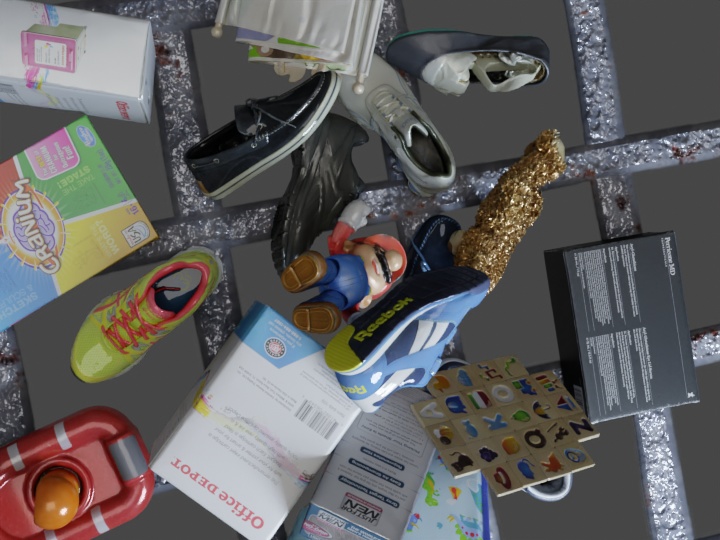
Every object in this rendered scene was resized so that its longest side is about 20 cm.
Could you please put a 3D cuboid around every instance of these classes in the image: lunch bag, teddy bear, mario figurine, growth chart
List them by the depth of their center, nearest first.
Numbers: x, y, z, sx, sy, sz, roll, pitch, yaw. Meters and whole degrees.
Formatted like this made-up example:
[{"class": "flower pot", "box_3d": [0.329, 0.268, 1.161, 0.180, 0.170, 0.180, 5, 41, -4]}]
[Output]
[{"class": "mario figurine", "box_3d": [0.000, 0.000, 1.046, 0.105, 0.200, 0.125, 23, 110, 17]}, {"class": "growth chart", "box_3d": [-0.070, -0.282, 1.086, 0.198, 0.018, 0.146, 21, 90, 9]}, {"class": "teddy bear", "box_3d": [0.158, -0.071, 1.087, 0.066, 0.145, 0.201, 32, 100, -7]}, {"class": "lunch bag", "box_3d": [0.052, 0.286, 1.092, 0.168, 0.128, 0.202, 12, 63, -10]}]

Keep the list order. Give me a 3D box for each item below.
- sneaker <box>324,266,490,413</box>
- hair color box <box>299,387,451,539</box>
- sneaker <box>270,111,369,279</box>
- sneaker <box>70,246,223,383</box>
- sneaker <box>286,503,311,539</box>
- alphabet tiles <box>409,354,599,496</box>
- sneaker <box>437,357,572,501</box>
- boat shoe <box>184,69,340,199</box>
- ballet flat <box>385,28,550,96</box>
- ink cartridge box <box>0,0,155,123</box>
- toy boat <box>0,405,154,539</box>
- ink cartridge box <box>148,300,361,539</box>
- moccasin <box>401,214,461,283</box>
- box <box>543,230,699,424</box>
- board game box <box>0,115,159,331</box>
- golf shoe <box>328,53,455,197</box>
[{"class": "sneaker", "box_3d": [0.053, 0.065, 0.992, 0.199, 0.074, 0.083, -33, 120, -22]}, {"class": "hair color box", "box_3d": [0.019, 0.206, 1.033, 0.099, 0.201, 0.061, 24, 131, 5]}, {"class": "sneaker", "box_3d": [-0.044, -0.081, 1.096, 0.090, 0.076, 0.202, 16, 90, -16]}, {"class": "sneaker", "box_3d": [-0.234, 0.045, 1.053, 0.200, 0.090, 0.078, -43, 99, -5]}, {"class": "sneaker", "box_3d": [-0.094, 0.353, 1.091, 0.081, 0.074, 0.202, 16, 87, -13]}, {"class": "alphabet tiles", "box_3d": [0.160, 0.165, 1.077, 0.198, 0.167, 0.006, -9, 136, -29]}, {"class": "sneaker", "box_3d": [0.164, 0.181, 1.116, 0.070, 0.108, 0.200, -43, 97, -7]}, {"class": "boat shoe", "box_3d": [-0.107, -0.154, 1.053, 0.199, 0.075, 0.062, -33, 122, 17]}, {"class": "ballet flat", "box_3d": [0.128, -0.233, 1.113, 0.198, 0.073, 0.074, -3, 91, -18]}, {"class": "ink cartridge box", "box_3d": [-0.312, -0.214, 1.007, 0.198, 0.144, 0.086, 8, 88, -10]}, {"class": "toy boat", "box_3d": [-0.317, 0.232, 1.020, 0.198, 0.131, 0.132, -25, 95, -9]}, {"class": "ink cartridge box", "box_3d": [-0.108, 0.156, 1.048, 0.146, 0.146, 0.201, 37, 84, -9]}, {"class": "moccasin", "box_3d": [0.083, 0.036, 1.119, 0.080, 0.068, 0.202, 12, 87, -10]}, {"class": "box", "box_3d": [0.306, 0.064, 1.155, 0.140, 0.079, 0.202, -9, 92, -7]}, {"class": "board game box", "box_3d": [-0.341, -0.050, 1.057, 0.199, 0.040, 0.154, -32, 96, -8]}, {"class": "golf shoe", "box_3d": [0.044, -0.174, 1.096, 0.078, 0.097, 0.200, -42, 96, -5]}]
